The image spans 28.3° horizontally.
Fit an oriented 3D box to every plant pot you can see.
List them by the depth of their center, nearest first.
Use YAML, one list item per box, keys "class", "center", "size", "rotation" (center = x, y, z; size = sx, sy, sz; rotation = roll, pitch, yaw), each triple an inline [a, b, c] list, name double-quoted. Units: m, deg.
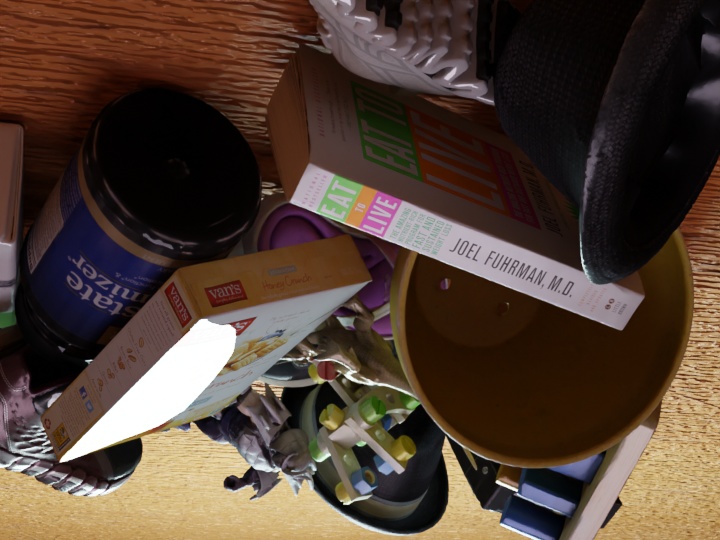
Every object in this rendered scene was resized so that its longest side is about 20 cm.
- class: "plant pot"
  center: [0.100, 0.014, 0.951]
  size: [0.197, 0.203, 0.142]
  rotation: [7, -174, -16]

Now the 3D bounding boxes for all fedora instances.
- class: "fedora"
  center: [0.127, -0.094, 0.712]
  size: [0.091, 0.202, 0.201]
  rotation: [29, 171, 24]
- class: "fedora"
  center: [0.022, 0.135, 1.288]
  size: [0.199, 0.202, 0.092]
  rotation: [14, 128, -32]

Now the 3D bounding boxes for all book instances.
- class: "book"
  center: [0.049, -0.042, 0.784]
  size: [0.198, 0.134, 0.048]
  rotation: [20, 116, -19]

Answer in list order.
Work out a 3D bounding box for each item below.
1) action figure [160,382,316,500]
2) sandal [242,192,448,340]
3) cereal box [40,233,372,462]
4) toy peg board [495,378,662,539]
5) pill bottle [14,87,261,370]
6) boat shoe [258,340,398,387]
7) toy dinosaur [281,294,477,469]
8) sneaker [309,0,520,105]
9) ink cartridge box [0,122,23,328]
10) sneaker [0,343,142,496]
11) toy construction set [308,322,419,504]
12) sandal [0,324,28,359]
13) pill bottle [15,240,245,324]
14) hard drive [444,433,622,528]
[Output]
- class: "action figure"
  center: [-0.107, 0.118, 1.116]
  size: [0.199, 0.069, 0.131]
  rotation: [26, 140, 40]
- class: "sandal"
  center: [-0.003, 0.007, 1.039]
  size: [0.201, 0.083, 0.050]
  rotation: [21, -176, -41]
- class: "cereal box"
  center: [-0.101, 0.050, 0.912]
  size: [0.143, 0.040, 0.200]
  rotation: [-13, 160, -43]
- class: "toy peg board"
  center: [0.154, 0.104, 1.089]
  size: [0.097, 0.200, 0.201]
  rotation: [21, 128, 3]
- class: "pill bottle"
  center: [-0.149, -0.017, 0.901]
  size: [0.111, 0.113, 0.200]
  rotation: [11, 147, -26]
- class: "boat shoe"
  center: [-0.028, 0.058, 1.249]
  size: [0.198, 0.072, 0.068]
  rotation: [-7, 123, 39]
- class: "toy dinosaur"
  center: [0.004, 0.060, 0.987]
  size: [0.199, 0.058, 0.101]
  rotation: [23, 162, 40]
- class: "sneaker"
  center: [0.005, -0.130, 0.694]
  size: [0.080, 0.076, 0.199]
  rotation: [-1, 162, 33]
- class: "ink cartridge box"
  center: [-0.299, -0.031, 0.954]
  size: [0.144, 0.085, 0.200]
  rotation: [5, 161, -12]
- class: "sneaker"
  center: [-0.195, 0.099, 1.021]
  size: [0.115, 0.076, 0.199]
  rotation: [-38, 154, 17]
- class: "toy construction set"
  center: [-0.025, 0.071, 1.127]
  size: [0.091, 0.202, 0.131]
  rotation: [-22, -169, 29]
- class: "sandal"
  center: [-0.322, 0.066, 1.019]
  size: [0.198, 0.055, 0.080]
  rotation: [-16, -173, 34]
- class: "pill bottle"
  center: [-0.163, 0.026, 1.068]
  size: [0.198, 0.114, 0.112]
  rotation: [-13, 156, 33]
- class: "hard drive"
  center: [0.129, 0.133, 1.245]
  size: [0.138, 0.201, 0.038]
  rotation: [14, 123, -33]
